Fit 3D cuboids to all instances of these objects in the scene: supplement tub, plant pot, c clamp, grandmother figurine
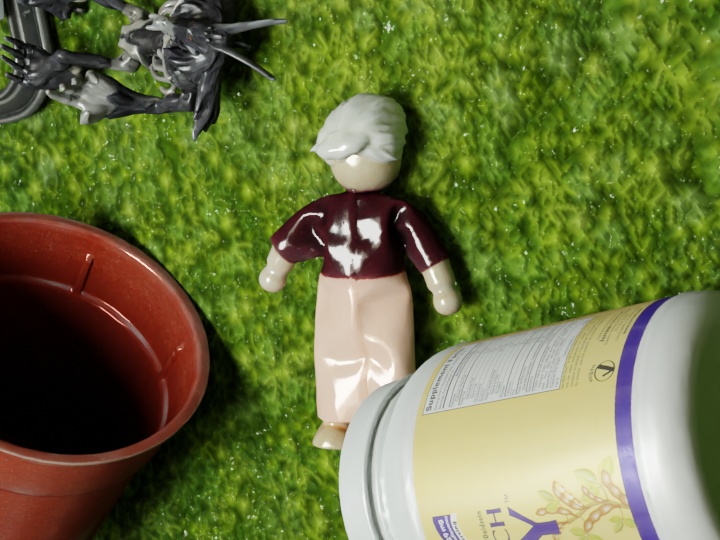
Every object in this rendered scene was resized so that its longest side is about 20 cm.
[{"bbox_3d":[0.103,0.097,0.717,0.200,0.145,0.146,-16,89,40],"label":"supplement tub"},{"bbox_3d":[-0.223,0.100,0.962,0.201,0.201,0.195,48,133,21],"label":"plant pot"},{"bbox_3d":[-0.282,-0.193,1.043,0.171,0.027,0.200,-17,87,35],"label":"c clamp"},{"bbox_3d":[0.000,0.000,0.839,0.121,0.061,0.200,3,100,10],"label":"grandmother figurine"}]

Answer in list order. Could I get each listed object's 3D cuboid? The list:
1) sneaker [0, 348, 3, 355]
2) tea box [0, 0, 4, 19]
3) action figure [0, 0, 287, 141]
[{"bbox_3d":[-0.316,-0.015,1.075,0.090,0.078,0.200,-35,76,45],"label":"sneaker"},{"bbox_3d":[-0.377,-0.217,0.966,0.196,0.200,0.134,-1,96,35],"label":"tea box"},{"bbox_3d":[-0.144,-0.142,0.892,0.200,0.102,0.119,8,94,39],"label":"action figure"}]
